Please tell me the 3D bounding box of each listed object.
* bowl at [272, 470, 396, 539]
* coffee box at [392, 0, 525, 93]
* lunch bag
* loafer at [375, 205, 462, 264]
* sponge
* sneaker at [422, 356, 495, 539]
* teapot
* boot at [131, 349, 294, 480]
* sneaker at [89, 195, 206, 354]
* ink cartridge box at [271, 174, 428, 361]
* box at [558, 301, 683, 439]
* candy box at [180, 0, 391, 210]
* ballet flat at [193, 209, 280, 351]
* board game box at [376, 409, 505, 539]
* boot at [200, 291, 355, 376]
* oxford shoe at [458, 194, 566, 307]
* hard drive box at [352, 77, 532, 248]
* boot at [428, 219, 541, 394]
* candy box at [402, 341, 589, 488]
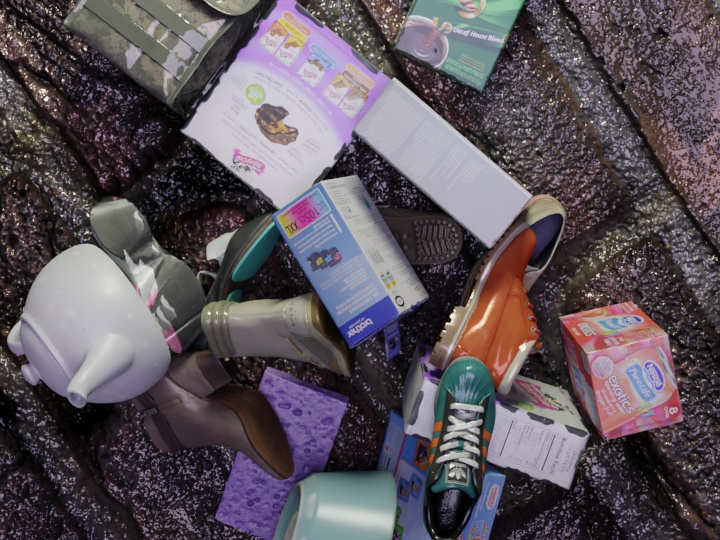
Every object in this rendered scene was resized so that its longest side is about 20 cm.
[{"bbox_3d":[-0.041,0.318,1.471,0.104,0.201,0.203,20,99,-11],"label":"bowl"},{"bbox_3d":[0.130,-0.324,1.455,0.122,0.044,0.202,26,98,-4],"label":"coffee box"},{"bbox_3d":[-0.207,-0.302,1.420,0.163,0.118,0.201,37,90,4],"label":"lunch bag"},{"bbox_3d":[0.029,-0.039,1.491,0.197,0.068,0.077,5,98,16],"label":"loafer"},{"bbox_3d":[-0.097,0.233,1.550,0.110,0.030,0.203,19,99,-2],"label":"sponge"},{"bbox_3d":[0.107,0.196,1.332,0.070,0.080,0.203,7,101,-1],"label":"sneaker"},{"bbox_3d":[-0.321,0.077,1.425,0.145,0.201,0.198,-35,74,-19],"label":"teapot"},{"bbox_3d":[-0.185,0.186,1.515,0.145,0.070,0.202,-27,95,26],"label":"boot"},{"bbox_3d":[-0.251,0.007,1.488,0.080,0.086,0.202,-29,88,-21],"label":"sneaker"},{"bbox_3d":[0.000,0.000,1.396,0.076,0.136,0.201,-34,86,19],"label":"ink cartridge box"},{"bbox_3d":[0.296,0.111,1.444,0.093,0.200,0.104,-12,98,2],"label":"box"},{"bbox_3d":[-0.084,-0.191,1.463,0.167,0.072,0.201,38,96,-6],"label":"candy box"},{"bbox_3d":[-0.161,0.005,1.493,0.068,0.068,0.202,32,103,17],"label":"ballet flat"},{"bbox_3d":[0.082,0.272,1.476,0.036,0.199,0.153,9,101,-32],"label":"board game box"},{"bbox_3d":[-0.090,0.078,1.464,0.152,0.200,0.073,-5,69,13],"label":"boot"},{"bbox_3d":[0.177,0.001,1.490,0.070,0.074,0.202,28,99,-7],"label":"oxford shoe"},{"bbox_3d":[0.094,-0.118,1.419,0.200,0.156,0.077,41,96,2],"label":"hard drive box"},{"bbox_3d":[0.166,0.042,1.407,0.106,0.075,0.202,26,72,9],"label":"boot"},{"bbox_3d":[0.152,0.165,1.461,0.197,0.168,0.072,19,100,-3],"label":"candy box"}]
